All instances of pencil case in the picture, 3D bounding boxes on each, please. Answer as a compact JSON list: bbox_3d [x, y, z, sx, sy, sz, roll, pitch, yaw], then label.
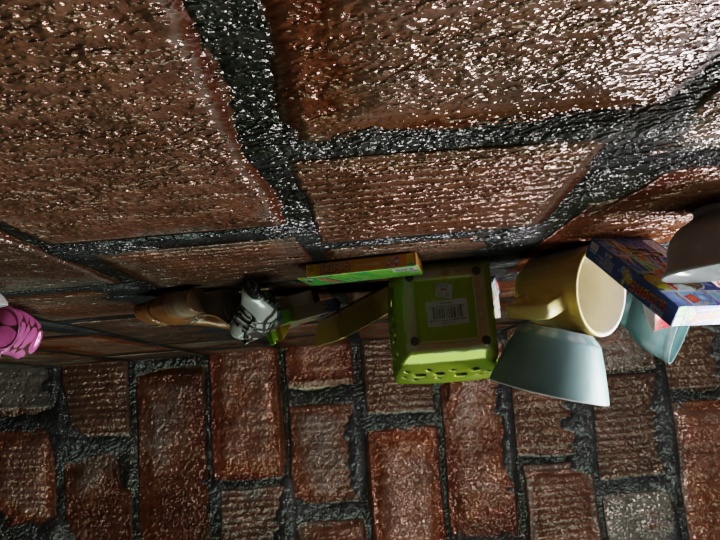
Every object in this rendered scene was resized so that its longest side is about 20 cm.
[{"bbox_3d":[-0.669,0.123,1.506,0.089,0.096,0.200,-3,172,-8],"label":"pencil case"}]

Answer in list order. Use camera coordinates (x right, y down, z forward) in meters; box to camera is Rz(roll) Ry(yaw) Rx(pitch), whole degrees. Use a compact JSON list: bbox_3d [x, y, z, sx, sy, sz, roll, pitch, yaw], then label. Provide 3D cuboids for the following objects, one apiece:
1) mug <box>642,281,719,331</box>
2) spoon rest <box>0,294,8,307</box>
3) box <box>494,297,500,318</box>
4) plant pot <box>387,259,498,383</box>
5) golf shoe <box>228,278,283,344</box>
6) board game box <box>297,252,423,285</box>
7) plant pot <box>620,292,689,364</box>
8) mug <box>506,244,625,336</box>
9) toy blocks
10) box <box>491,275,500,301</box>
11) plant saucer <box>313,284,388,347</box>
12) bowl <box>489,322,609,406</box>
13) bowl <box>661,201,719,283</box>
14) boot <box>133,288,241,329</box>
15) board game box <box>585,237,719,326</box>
[{"bbox_3d":[0.670,0.022,1.583,0.196,0.180,0.135,-11,134,12],"label":"mug"},{"bbox_3d":[-0.612,0.049,1.168,0.097,0.062,0.200,-7,170,15],"label":"spoon rest"},{"bbox_3d":[0.200,0.074,1.697,0.198,0.084,0.068,-14,168,41],"label":"box"},{"bbox_3d":[0.147,0.087,1.395,0.195,0.203,0.182,-4,166,2],"label":"plant pot"},{"bbox_3d":[-0.191,0.084,1.398,0.094,0.078,0.201,-44,164,-13],"label":"golf shoe"},{"bbox_3d":[0.000,0.000,1.286,0.196,0.031,0.096,-9,170,9],"label":"board game box"},{"bbox_3d":[0.673,0.092,1.789,0.132,0.204,0.199,21,-175,28],"label":"plant pot"},{"bbox_3d":[0.333,0.028,1.327,0.185,0.153,0.152,21,166,-39],"label":"mug"},{"bbox_3d":[-0.127,0.082,1.585,0.135,0.102,0.199,-14,173,-29],"label":"toy blocks"},{"bbox_3d":[0.175,0.065,1.584,0.197,0.035,0.110,-13,-163,28],"label":"box"},{"bbox_3d":[0.004,0.082,1.586,0.198,0.049,0.200,-26,180,-22],"label":"plant saucer"},{"bbox_3d":[0.319,0.150,1.304,0.197,0.107,0.201,11,178,0],"label":"bowl"},{"bbox_3d":[0.504,-0.042,1.062,0.197,0.092,0.201,-4,172,-1],"label":"bowl"},{"bbox_3d":[-0.311,0.083,1.481,0.153,0.078,0.199,-12,167,34],"label":"boot"},{"bbox_3d":[0.453,0.013,1.188,0.133,0.035,0.201,0,-150,-26],"label":"board game box"}]
